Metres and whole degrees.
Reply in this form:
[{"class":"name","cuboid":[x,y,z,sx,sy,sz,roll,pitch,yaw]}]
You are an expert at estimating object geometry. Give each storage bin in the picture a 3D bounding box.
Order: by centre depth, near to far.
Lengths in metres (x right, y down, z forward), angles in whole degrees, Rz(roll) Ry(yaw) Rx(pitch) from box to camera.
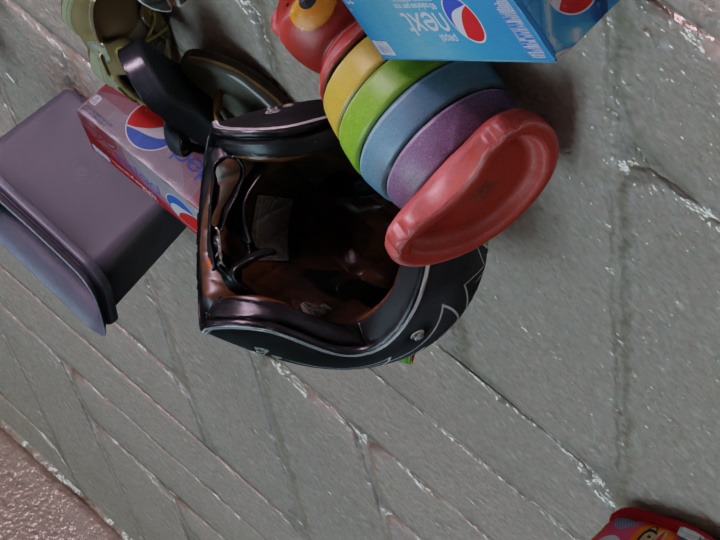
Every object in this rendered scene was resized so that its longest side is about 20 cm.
[{"class":"storage bin","cuboid":[-0.258,-0.058,2.213,0.200,0.134,0.146,42,162,18]}]

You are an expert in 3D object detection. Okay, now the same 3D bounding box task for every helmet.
[{"class":"helmet","cuboid":[-0.011,-0.024,1.611,0.200,0.189,0.202,-177,90,-82]}]

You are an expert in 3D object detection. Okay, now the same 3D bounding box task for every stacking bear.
[{"class":"stacking bear","cuboid":[0.021,-0.114,1.481,0.200,0.121,0.114,51,-162,22]}]

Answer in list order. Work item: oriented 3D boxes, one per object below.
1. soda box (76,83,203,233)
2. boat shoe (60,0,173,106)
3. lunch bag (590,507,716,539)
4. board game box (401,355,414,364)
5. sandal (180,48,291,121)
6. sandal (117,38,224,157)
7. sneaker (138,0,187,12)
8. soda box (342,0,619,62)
[{"class":"soda box","cuboid":[-0.140,-0.085,1.981,0.200,0.070,0.064,39,162,26]},{"class":"boat shoe","cuboid":[-0.179,-0.187,1.861,0.066,0.074,0.200,38,171,15]},{"class":"lunch bag","cuboid":[0.260,0.277,1.810,0.200,0.082,0.176,53,161,-18]},{"class":"board game box","cuboid":[0.000,0.000,1.811,0.101,0.048,0.200,17,157,7]},{"class":"sandal","cuboid":[-0.069,-0.091,1.824,0.200,0.055,0.082,47,163,0]},{"class":"sandal","cuboid":[-0.146,-0.126,1.857,0.076,0.043,0.200,62,-170,24]},{"class":"sneaker","cuboid":[-0.166,-0.260,1.550,0.201,0.077,0.085,57,172,-16]},{"class":"soda box","cuboid":[0.063,-0.161,1.335,0.064,0.068,0.200,53,162,-22]}]
